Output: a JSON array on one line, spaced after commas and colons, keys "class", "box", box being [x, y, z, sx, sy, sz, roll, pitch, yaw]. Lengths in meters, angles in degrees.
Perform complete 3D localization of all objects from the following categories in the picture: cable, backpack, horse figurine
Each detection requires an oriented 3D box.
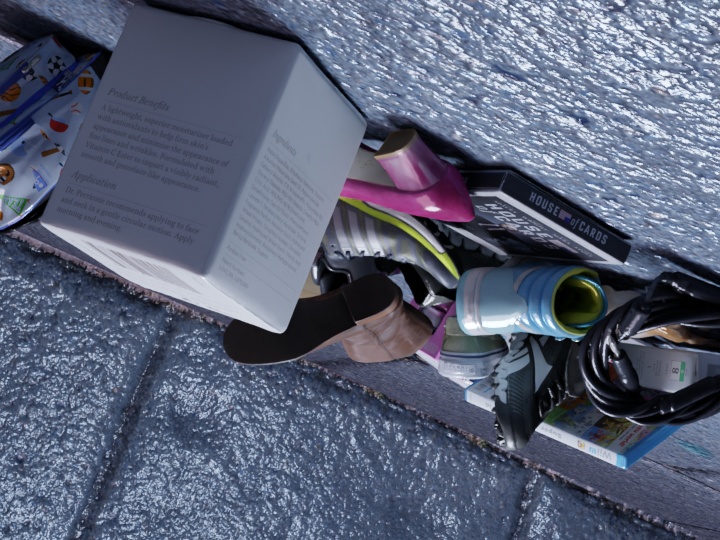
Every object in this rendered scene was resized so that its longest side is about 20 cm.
[{"class": "cable", "box": [0.300, 0.085, 1.362, 0.199, 0.164, 0.051, 19, -148, -24]}, {"class": "backpack", "box": [-0.321, -0.131, 1.470, 0.154, 0.191, 0.200, 42, 166, -14]}, {"class": "horse figurine", "box": [0.275, 0.044, 1.466, 0.199, 0.050, 0.132, 10, 172, 44]}]

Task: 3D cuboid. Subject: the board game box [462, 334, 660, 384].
[{"class": "board game box", "box": [0.225, 0.103, 1.671, 0.199, 0.127, 0.035, 25, -171, -13]}]

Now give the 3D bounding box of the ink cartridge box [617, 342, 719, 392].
[{"class": "ink cartridge box", "box": [0.333, 0.104, 1.545, 0.160, 0.051, 0.200, 9, 176, -31]}]

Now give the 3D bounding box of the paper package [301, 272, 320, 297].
[{"class": "paper package", "box": [-0.127, -0.013, 1.802, 0.199, 0.104, 0.190, 9, 177, -27]}]

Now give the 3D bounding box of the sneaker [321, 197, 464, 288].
[{"class": "sneaker", "box": [0.009, -0.036, 1.428, 0.199, 0.081, 0.074, 33, -171, 11]}]

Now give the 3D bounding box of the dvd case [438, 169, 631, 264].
[{"class": "dvd case", "box": [0.129, -0.049, 1.362, 0.150, 0.025, 0.200, 28, 171, -27]}]

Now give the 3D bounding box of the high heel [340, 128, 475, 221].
[{"class": "high heel", "box": [0.015, -0.074, 1.332, 0.199, 0.068, 0.096, -9, 130, 50]}]

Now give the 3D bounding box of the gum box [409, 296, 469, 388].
[{"class": "gum box", "box": [0.120, 0.063, 1.714, 0.066, 0.114, 0.200, 29, 175, 30]}]

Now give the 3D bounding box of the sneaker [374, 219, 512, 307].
[{"class": "sneaker", "box": [0.094, 0.003, 1.538, 0.199, 0.091, 0.066, 27, 171, -23]}]

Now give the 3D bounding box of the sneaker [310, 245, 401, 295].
[{"class": "sneaker", "box": [0.000, 0.000, 1.583, 0.077, 0.141, 0.200, 16, 168, 36]}]

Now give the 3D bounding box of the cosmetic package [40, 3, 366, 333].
[{"class": "cosmetic package", "box": [-0.123, -0.082, 1.229, 0.164, 0.201, 0.165, 18, 169, 25]}]

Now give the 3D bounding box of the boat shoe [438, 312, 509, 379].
[{"class": "boat shoe", "box": [0.118, 0.069, 1.538, 0.071, 0.063, 0.200, 7, -175, 7]}]

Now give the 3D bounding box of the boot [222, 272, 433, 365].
[{"class": "boot", "box": [-0.027, 0.067, 1.516, 0.185, 0.065, 0.200, -16, 165, 8]}]

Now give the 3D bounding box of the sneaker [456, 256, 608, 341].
[{"class": "sneaker", "box": [0.187, 0.027, 1.417, 0.130, 0.080, 0.200, 1, -171, 30]}]

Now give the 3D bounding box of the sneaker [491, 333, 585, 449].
[{"class": "sneaker", "box": [0.182, 0.105, 1.469, 0.090, 0.067, 0.200, -4, -154, 18]}]

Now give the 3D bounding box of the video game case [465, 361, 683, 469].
[{"class": "video game case", "box": [0.227, 0.132, 1.533, 0.199, 0.018, 0.143, 21, -147, 39]}]
